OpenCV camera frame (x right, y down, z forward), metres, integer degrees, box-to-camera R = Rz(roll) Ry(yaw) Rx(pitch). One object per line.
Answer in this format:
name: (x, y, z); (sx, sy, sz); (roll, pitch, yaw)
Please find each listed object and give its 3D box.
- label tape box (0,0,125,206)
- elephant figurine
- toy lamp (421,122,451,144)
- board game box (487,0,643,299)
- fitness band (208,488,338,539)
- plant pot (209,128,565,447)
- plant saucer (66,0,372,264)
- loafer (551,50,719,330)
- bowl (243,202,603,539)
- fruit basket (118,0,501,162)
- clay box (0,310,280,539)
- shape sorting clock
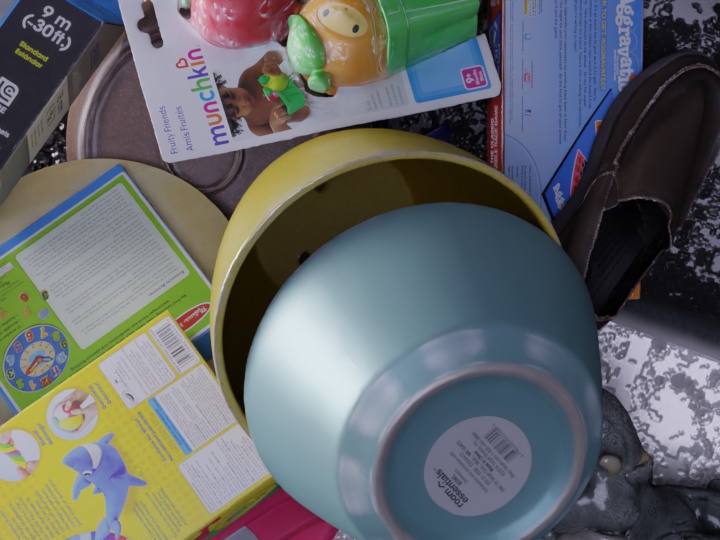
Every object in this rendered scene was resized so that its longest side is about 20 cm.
label tape box: (-0.229, -0.146, 1.245); (0.144, 0.063, 0.200); (31, 73, 3)
elephant figurine: (0.148, 0.147, 1.256); (0.200, 0.142, 0.155); (27, 83, -9)
toy lamp: (0.078, 0.010, 1.284); (0.058, 0.058, 0.200); (-30, 94, 9)
board game box: (0.122, -0.080, 1.255); (0.103, 0.019, 0.200); (-3, 96, -28)
fitness band: (-0.091, 0.189, 1.261); (0.037, 0.200, 0.144); (48, 137, 16)
plant pot: (0.000, 0.000, 1.191); (0.200, 0.142, 0.200); (-7, 116, -14)
plant saucer: (-0.092, -0.075, 1.287); (0.200, 0.034, 0.201); (2, 97, 13)
loafer: (0.168, -0.039, 1.232); (0.073, 0.071, 0.200); (37, 77, -28)
bowl: (0.047, 0.075, 1.100); (0.200, 0.105, 0.201); (-7, 116, -14)
fruit basket: (-0.037, -0.160, 1.214); (0.200, 0.094, 0.186); (-9, 61, -14)
clay box: (-0.154, 0.127, 1.168); (0.200, 0.048, 0.115); (-35, 77, -7)
shape sorting clock: (-0.160, 0.028, 1.249); (0.200, 0.039, 0.200); (-3, 66, 6)
